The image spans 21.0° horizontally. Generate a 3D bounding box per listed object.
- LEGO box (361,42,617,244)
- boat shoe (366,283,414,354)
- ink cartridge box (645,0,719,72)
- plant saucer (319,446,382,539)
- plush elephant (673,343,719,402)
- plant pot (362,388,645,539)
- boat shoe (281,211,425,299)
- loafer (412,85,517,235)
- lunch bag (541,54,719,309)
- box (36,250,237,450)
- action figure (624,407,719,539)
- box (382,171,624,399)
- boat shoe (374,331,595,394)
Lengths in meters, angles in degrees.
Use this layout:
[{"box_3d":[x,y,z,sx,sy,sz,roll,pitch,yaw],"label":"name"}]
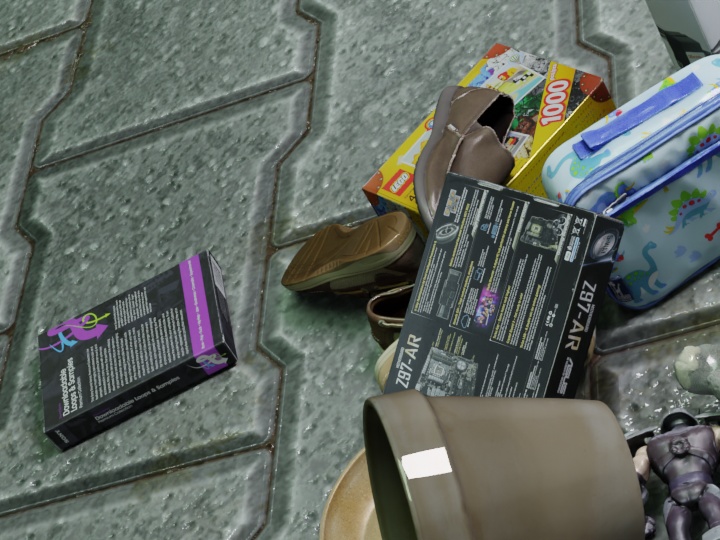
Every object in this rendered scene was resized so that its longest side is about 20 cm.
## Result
[{"box_3d":[0.125,-0.101,1.794,0.200,0.077,0.148,-48,42,-16],"label":"LEGO box"},{"box_3d":[0.098,0.026,1.685,0.201,0.075,0.075,-20,41,16],"label":"boat shoe"},{"box_3d":[0.335,-0.232,1.686,0.145,0.201,0.084,-41,40,-10],"label":"ink cartridge box"},{"box_3d":[0.063,0.198,1.566,0.199,0.036,0.201,-18,42,17],"label":"plant saucer"},{"box_3d":[0.322,0.025,1.421,0.164,0.155,0.200,-38,40,-11],"label":"plush elephant"},{"box_3d":[0.107,0.171,1.419,0.172,0.201,0.201,-12,39,-9],"label":"plant pot"},{"box_3d":[0.000,0.000,1.786,0.199,0.072,0.072,-17,36,53],"label":"boat shoe"},{"box_3d":[0.095,-0.095,1.687,0.070,0.073,0.201,-12,44,24],"label":"loafer"},{"box_3d":[0.258,-0.074,1.611,0.199,0.161,0.083,-31,39,2],"label":"lunch bag"},{"box_3d":[-0.219,0.076,1.884,0.199,0.036,0.144,-25,39,8],"label":"box"},{"box_3d":[0.247,0.175,1.445,0.129,0.069,0.201,-25,36,21],"label":"action figure"},{"box_3d":[0.111,0.036,1.557,0.159,0.043,0.202,18,93,42],"label":"box"},{"box_3d":[0.104,0.076,1.633,0.198,0.074,0.070,-21,37,16],"label":"boat shoe"}]
